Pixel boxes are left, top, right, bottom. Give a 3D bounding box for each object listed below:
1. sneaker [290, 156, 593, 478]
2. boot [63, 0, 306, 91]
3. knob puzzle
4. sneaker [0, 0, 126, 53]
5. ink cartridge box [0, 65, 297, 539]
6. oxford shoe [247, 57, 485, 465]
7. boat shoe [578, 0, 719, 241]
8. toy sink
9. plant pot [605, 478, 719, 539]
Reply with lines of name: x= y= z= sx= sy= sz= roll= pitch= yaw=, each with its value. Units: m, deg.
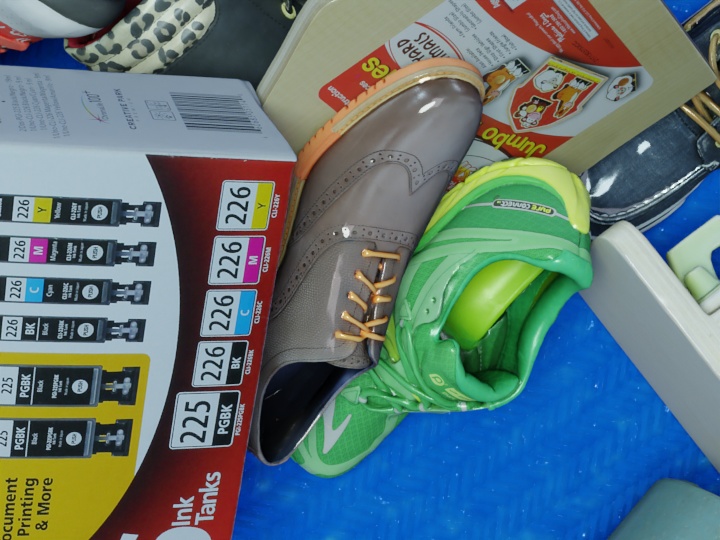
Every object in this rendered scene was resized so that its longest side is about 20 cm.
sneaker: x=0.028 y=0.033 z=0.743 sx=0.074 sy=0.084 sz=0.200 roll=26 pitch=123 yaw=-29
boot: x=-0.017 y=-0.114 z=0.739 sx=0.204 sy=0.073 sz=0.154 roll=-43 pitch=124 yaw=2
knob puzzle: x=0.033 y=-0.076 z=0.705 sx=0.219 sy=0.220 sz=0.030 roll=-20 pitch=57 yaw=-3
sneaker: x=-0.173 y=-0.107 z=0.710 sx=0.067 sy=0.201 sz=0.108 roll=31 pitch=96 yaw=-37
ink cartridge box: x=-0.132 y=0.026 z=0.645 sx=0.175 sy=0.084 sz=0.200 roll=1 pitch=117 yaw=-19
oxford shoe: x=0.000 y=0.000 z=0.693 sx=0.071 sy=0.073 sz=0.200 roll=6 pitch=131 yaw=-36
boat shoe: x=0.167 y=-0.089 z=0.771 sx=0.200 sy=0.091 sz=0.071 roll=-45 pitch=93 yaw=-1
toy sink: x=0.205 y=0.037 z=0.750 sx=0.112 sy=0.130 sz=0.200 roll=-37 pitch=84 yaw=-6
plant pot: x=0.141 y=0.213 z=0.737 sx=0.200 sy=0.200 sz=0.196 roll=37 pitch=82 yaw=-4
